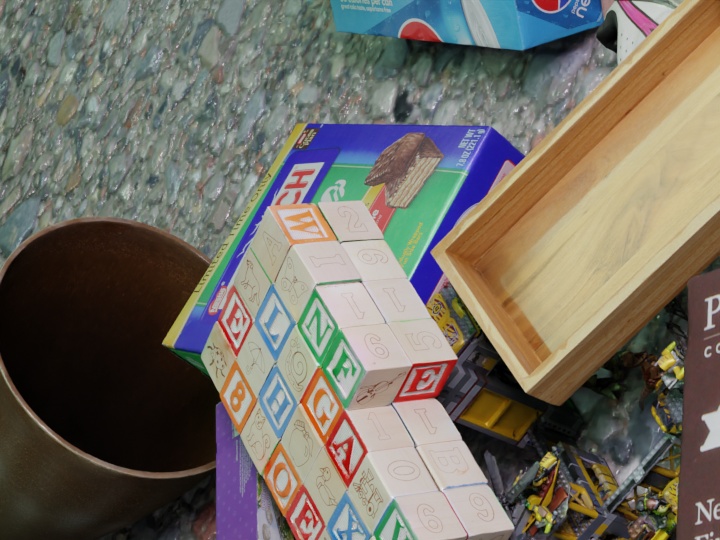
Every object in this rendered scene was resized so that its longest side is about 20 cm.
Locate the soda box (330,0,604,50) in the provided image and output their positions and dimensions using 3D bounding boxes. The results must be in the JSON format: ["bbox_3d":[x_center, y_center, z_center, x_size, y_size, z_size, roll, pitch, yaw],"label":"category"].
[{"bbox_3d":[0.057,-0.176,1.428,0.200,0.064,0.068,15,120,56],"label":"soda box"}]

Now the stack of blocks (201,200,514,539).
[{"bbox_3d":[-0.001,0.075,1.202,0.200,0.058,0.115,60,139,34],"label":"stack of blocks"}]

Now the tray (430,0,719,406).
[{"bbox_3d":[0.134,-0.039,1.144,0.200,0.037,0.099,-45,54,17],"label":"tray"}]

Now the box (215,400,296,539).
[{"bbox_3d":[-0.014,0.172,1.277,0.039,0.137,0.200,-33,46,38],"label":"box"}]

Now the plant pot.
[{"bbox_3d":[-0.182,0.098,1.539,0.200,0.186,0.187,128,146,-46],"label":"plant pot"}]

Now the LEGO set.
[{"bbox_3d":[0.097,0.048,1.213,0.154,0.116,0.200,-47,39,27],"label":"LEGO set"}]

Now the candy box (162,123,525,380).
[{"bbox_3d":[0.000,0.000,1.385,0.200,0.077,0.169,5,61,55],"label":"candy box"}]

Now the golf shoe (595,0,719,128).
[{"bbox_3d":[0.178,-0.090,1.226,0.092,0.073,0.200,-43,34,23],"label":"golf shoe"}]

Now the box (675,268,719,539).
[{"bbox_3d":[0.238,0.099,0.949,0.166,0.164,0.201,-22,54,46],"label":"box"}]
